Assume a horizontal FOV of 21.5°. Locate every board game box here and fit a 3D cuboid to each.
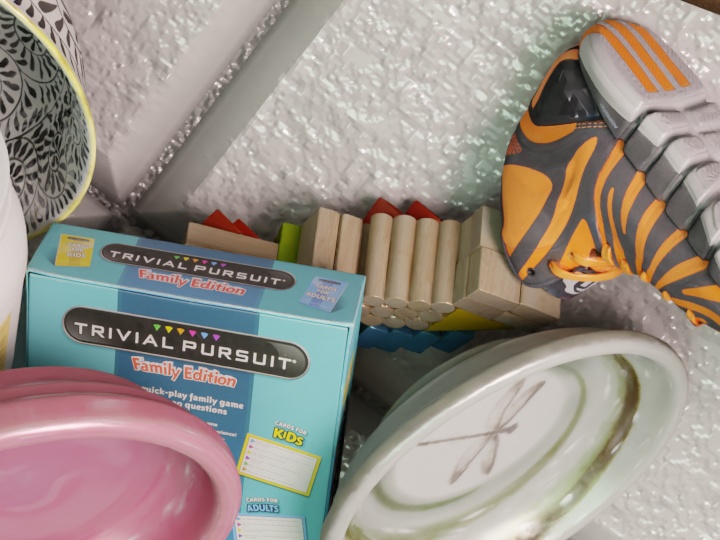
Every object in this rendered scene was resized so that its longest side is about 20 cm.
[{"bbox_3d":[-0.084,0.085,0.910,0.150,0.047,0.201,10,121,3],"label":"board game box"}]

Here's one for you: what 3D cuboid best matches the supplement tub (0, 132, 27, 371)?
[{"bbox_3d":[-0.224,0.016,0.843,0.145,0.146,0.200,21,140,2],"label":"supplement tub"}]

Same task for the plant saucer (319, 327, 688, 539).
[{"bbox_3d":[0.062,0.085,0.914,0.200,0.200,0.050,-54,52,31],"label":"plant saucer"}]

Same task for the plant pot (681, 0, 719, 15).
[{"bbox_3d":[0.164,-0.177,0.716,0.198,0.200,0.201,18,121,12],"label":"plant pot"}]

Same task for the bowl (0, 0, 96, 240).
[{"bbox_3d":[-0.206,-0.110,0.878,0.200,0.094,0.201,9,141,8],"label":"bowl"}]

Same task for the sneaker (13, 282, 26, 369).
[{"bbox_3d":[-0.096,0.064,0.972,0.199,0.074,0.082,25,124,-2],"label":"sneaker"}]

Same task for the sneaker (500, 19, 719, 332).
[{"bbox_3d":[0.138,-0.006,0.850,0.112,0.077,0.200,-51,60,38],"label":"sneaker"}]

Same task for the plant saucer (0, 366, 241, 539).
[{"bbox_3d":[-0.154,0.104,0.831,0.200,0.051,0.201,-15,147,-10],"label":"plant saucer"}]

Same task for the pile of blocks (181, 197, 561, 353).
[{"bbox_3d":[0.000,0.000,0.927,0.199,0.062,0.082,2,151,10],"label":"pile of blocks"}]
